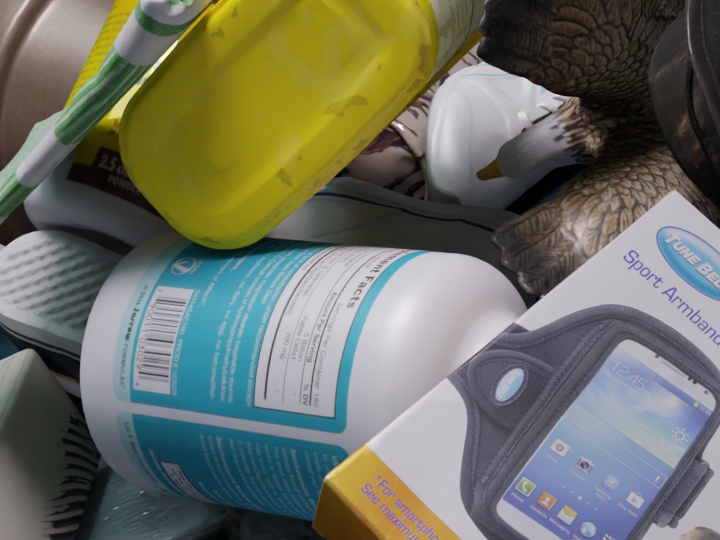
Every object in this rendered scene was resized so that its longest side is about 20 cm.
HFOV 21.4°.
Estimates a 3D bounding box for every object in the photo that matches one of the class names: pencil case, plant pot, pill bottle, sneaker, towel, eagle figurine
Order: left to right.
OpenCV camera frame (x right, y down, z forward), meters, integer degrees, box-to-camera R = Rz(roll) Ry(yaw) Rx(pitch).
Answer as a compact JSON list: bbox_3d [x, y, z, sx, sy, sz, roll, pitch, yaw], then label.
[{"bbox_3d":[-0.110,-0.079,0.806,0.200,0.023,0.153,-40,12,36],"label":"towel"},{"bbox_3d":[-0.117,-0.087,1.117,0.174,0.201,0.200,18,45,37],"label":"plant pot"},{"bbox_3d":[-0.089,0.046,0.916,0.199,0.080,0.079,26,64,32],"label":"sneaker"},{"bbox_3d":[-0.084,-0.096,0.972,0.109,0.109,0.201,3,66,50],"label":"pill bottle"},{"bbox_3d":[-0.005,0.045,0.753,0.199,0.111,0.111,6,36,34],"label":"pill bottle"},{"bbox_3d":[0.000,0.000,0.913,0.199,0.074,0.071,1,27,47],"label":"sneaker"},{"bbox_3d":[0.043,-0.100,1.084,0.089,0.078,0.200,-19,22,39],"label":"pencil case"},{"bbox_3d":[0.097,-0.088,1.014,0.080,0.071,0.200,2,36,32],"label":"sneaker"},{"bbox_3d":[0.117,-0.067,0.853,0.151,0.151,0.200,-54,-2,11],"label":"eagle figurine"}]

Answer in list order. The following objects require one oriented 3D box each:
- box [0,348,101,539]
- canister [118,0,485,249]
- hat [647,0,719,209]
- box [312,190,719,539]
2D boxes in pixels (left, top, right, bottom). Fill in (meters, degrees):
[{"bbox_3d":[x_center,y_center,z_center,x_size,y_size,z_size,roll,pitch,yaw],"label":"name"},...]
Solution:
[{"bbox_3d":[-0.177,0.120,0.844,0.082,0.069,0.200,-26,22,15],"label":"box"},{"bbox_3d":[-0.010,-0.097,0.812,0.148,0.087,0.200,-42,4,23],"label":"canister"},{"bbox_3d":[0.169,-0.082,0.776,0.081,0.201,0.201,-17,21,48],"label":"hat"},{"bbox_3d":[0.096,0.059,0.639,0.200,0.042,0.119,-38,70,-25],"label":"box"}]
